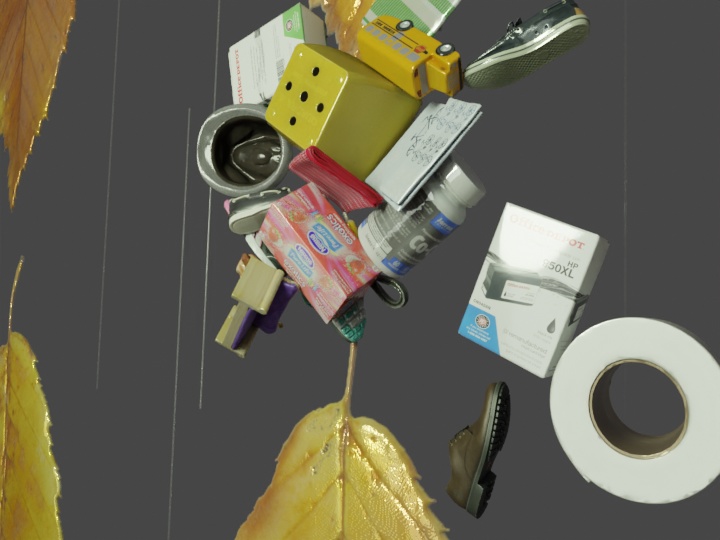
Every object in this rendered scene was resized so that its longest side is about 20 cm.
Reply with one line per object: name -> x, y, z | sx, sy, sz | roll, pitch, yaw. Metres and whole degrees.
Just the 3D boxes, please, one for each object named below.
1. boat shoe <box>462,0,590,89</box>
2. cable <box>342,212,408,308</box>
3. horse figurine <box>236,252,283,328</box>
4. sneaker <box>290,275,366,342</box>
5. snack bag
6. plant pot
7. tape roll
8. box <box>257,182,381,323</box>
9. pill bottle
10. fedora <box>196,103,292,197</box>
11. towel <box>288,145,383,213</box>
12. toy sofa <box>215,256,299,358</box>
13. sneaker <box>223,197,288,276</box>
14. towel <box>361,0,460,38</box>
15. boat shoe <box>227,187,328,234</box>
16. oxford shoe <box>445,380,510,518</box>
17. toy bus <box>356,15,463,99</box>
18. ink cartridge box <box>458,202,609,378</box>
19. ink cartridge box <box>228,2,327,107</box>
boat shoe -> 0.242, -0.338, 0.857 | 0.195, 0.074, 0.065 | -22, 66, 28
cable -> 0.000, 0.000, 1.005 | 0.098, 0.050, 0.202 | -49, 62, 27
horse figurine -> -0.202, 0.030, 1.097 | 0.133, 0.049, 0.203 | 46, 154, 29
sneaker -> -0.062, 0.049, 1.041 | 0.203, 0.076, 0.092 | 56, 146, 13
snack bag -> 0.089, -0.192, 0.893 | 0.190, 0.021, 0.201 | -50, 24, 7
plant pot -> -0.045, -0.273, 0.983 | 0.199, 0.174, 0.204 | 39, 106, 29
tape roll -> 0.348, 0.162, 0.702 | 0.197, 0.137, 0.212 | -3, 85, 34
box -> -0.070, -0.031, 0.964 | 0.202, 0.101, 0.095 | 51, 141, 9
pill bottle -> 0.098, -0.092, 0.908 | 0.199, 0.112, 0.116 | -43, 65, 24
fedora -> -0.219, -0.233, 1.137 | 0.192, 0.090, 0.185 | -2, 90, 12
towel -> -0.048, -0.145, 0.944 | 0.023, 0.143, 0.199 | -56, 15, -7
toy sofa -> -0.183, 0.076, 0.994 | 0.095, 0.084, 0.201 | 28, 143, -6
sneaker -> -0.191, -0.082, 1.129 | 0.085, 0.080, 0.202 | -35, 78, -5
towel -> 0.103, -0.474, 0.991 | 0.201, 0.023, 0.154 | -48, 63, 20
boat shoe -> -0.158, -0.126, 1.081 | 0.193, 0.074, 0.062 | -16, 62, 3
oxford shoe -> 0.170, 0.258, 0.855 | 0.083, 0.072, 0.207 | 20, 97, 35
toy bus -> 0.080, -0.342, 0.918 | 0.077, 0.066, 0.200 | -34, 53, -11
ink cartridge box -> 0.246, 0.025, 0.815 | 0.142, 0.083, 0.207 | 25, 99, 32
ink cartridge box -> -0.161, -0.401, 1.127 | 0.195, 0.083, 0.152 | -14, 78, 33
